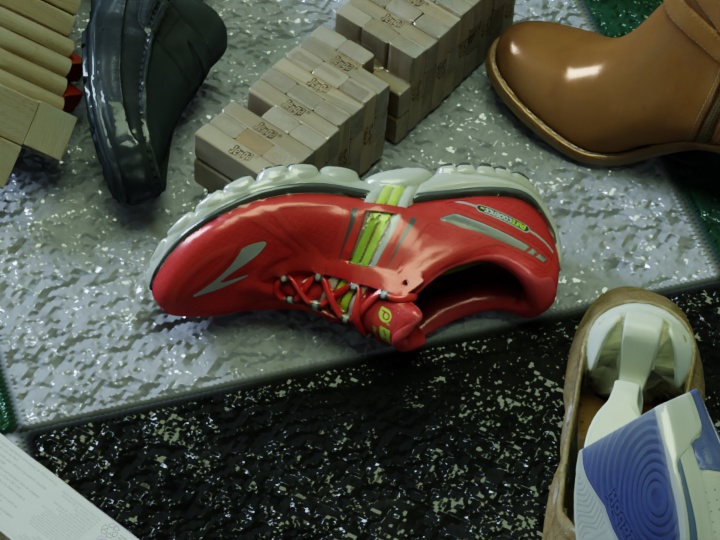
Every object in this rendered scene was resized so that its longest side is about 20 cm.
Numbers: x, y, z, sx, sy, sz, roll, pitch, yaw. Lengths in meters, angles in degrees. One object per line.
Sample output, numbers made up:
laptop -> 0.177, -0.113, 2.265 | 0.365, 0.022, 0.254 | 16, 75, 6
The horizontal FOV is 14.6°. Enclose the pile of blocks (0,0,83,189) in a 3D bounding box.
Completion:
pile of blocks -> -0.173, -0.115, 1.421 | 0.062, 0.082, 0.201 | 24, 50, -31

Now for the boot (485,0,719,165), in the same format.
boot -> 0.155, -0.112, 1.367 | 0.200, 0.156, 0.077 | 32, 54, 22

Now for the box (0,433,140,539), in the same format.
box -> -0.172, 0.094, 1.243 | 0.200, 0.039, 0.041 | 33, 53, 23

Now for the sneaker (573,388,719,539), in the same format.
sneaker -> 0.171, 0.147, 1.177 | 0.115, 0.080, 0.200 | -13, 81, -35

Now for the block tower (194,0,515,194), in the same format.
block tower -> -0.001, -0.094, 1.409 | 0.058, 0.054, 0.200 | 33, 54, 22

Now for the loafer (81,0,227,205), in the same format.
loafer -> -0.102, -0.114, 1.409 | 0.070, 0.068, 0.201 | -6, 45, 3

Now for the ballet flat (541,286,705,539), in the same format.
ballet flat -> 0.119, 0.066, 1.264 | 0.067, 0.073, 0.201 | 11, 49, 9

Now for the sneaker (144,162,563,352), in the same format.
sneaker -> 0.000, 0.000, 1.315 | 0.199, 0.077, 0.085 | -8, 55, -10
